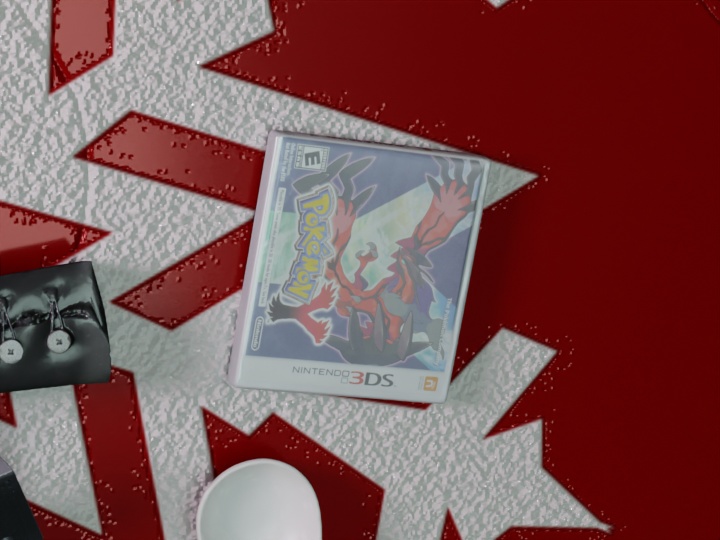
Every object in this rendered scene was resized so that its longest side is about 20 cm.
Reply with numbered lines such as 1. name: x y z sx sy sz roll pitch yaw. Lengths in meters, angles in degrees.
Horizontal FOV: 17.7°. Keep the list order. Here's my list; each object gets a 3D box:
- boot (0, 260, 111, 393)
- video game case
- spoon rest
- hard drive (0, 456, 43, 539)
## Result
1. boot: -0.278 0.085 1.680 0.200 0.066 0.165 -12 109 -23
2. video game case: 0.000 0.000 1.786 0.182 0.023 0.201 6 101 -23
3. spoon rest: -0.063 0.238 1.801 0.099 0.061 0.200 -24 112 -14
4. hard drive: -0.333 0.203 1.660 0.200 0.042 0.135 -28 152 -11
